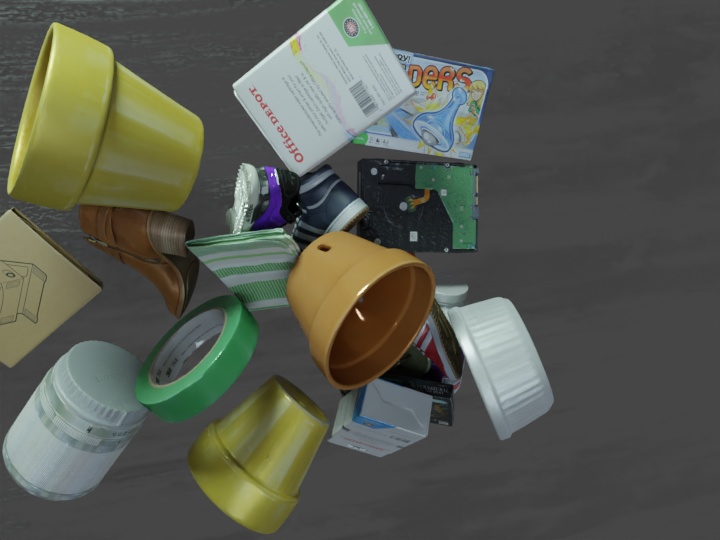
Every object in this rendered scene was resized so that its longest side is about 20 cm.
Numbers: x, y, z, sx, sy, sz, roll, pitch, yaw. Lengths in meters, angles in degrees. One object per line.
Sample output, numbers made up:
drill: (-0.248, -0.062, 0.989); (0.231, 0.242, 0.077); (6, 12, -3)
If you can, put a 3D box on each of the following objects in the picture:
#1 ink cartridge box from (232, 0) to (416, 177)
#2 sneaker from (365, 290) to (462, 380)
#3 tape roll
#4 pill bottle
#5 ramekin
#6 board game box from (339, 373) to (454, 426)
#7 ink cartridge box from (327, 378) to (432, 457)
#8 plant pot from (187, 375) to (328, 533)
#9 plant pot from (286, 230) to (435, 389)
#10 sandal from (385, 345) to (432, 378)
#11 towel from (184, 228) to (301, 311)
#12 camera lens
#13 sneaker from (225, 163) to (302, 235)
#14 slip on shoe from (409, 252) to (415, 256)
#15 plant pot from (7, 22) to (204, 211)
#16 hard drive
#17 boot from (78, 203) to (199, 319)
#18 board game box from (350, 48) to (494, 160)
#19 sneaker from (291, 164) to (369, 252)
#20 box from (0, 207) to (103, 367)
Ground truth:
ink cartridge box: (-0.046, -0.246, 0.727); (0.198, 0.084, 0.146); (-32, 112, 14)
sneaker: (0.078, 0.096, 0.869); (0.111, 0.071, 0.203); (-25, 98, 24)
tape roll: (-0.243, 0.127, 0.818); (0.198, 0.201, 0.048); (-35, 120, 5)
pill bottle: (0.135, 0.114, 0.962); (0.110, 0.113, 0.205); (-1, 116, -14)
ramekin: (0.207, 0.134, 0.806); (0.092, 0.204, 0.205); (-23, 120, 7)
board game box: (0.062, 0.217, 0.941); (0.195, 0.029, 0.136); (6, 147, 14)
ink cartridge box: (0.025, 0.248, 0.910); (0.113, 0.068, 0.200); (20, 149, -11)
plant pot: (-0.157, 0.295, 0.932); (0.200, 0.200, 0.190); (42, 84, -28)
plant pot: (-0.011, 0.039, 0.760); (0.198, 0.140, 0.203); (-30, 141, -27)
sandal: (0.027, 0.154, 0.936); (0.196, 0.057, 0.082); (0, 112, 21)
towel: (-0.142, 0.006, 0.804); (0.149, 0.024, 0.201); (-6, 151, 12)
camera lens: (-0.431, 0.232, 0.844); (0.159, 0.161, 0.201); (33, 104, -26)
sneaker: (-0.132, -0.077, 0.778); (0.097, 0.071, 0.200); (-8, 160, -25)
slip on shoe: (0.000, 0.000, 0.889); (0.195, 0.062, 0.075); (-17, 147, -7)
plant pot: (-0.304, -0.163, 0.675); (0.186, 0.201, 0.204); (14, 113, -37)
hard drive: (0.090, -0.099, 0.861); (0.195, 0.038, 0.144); (-1, 93, -14)
boot: (-0.322, -0.015, 0.800); (0.151, 0.078, 0.202); (12, 141, -3)
board game box: (0.089, -0.247, 0.815); (0.195, 0.035, 0.138); (4, 115, -16)
sneaker: (-0.082, -0.075, 0.838); (0.109, 0.070, 0.199); (50, 124, 1)
box: (-0.511, 0.031, 0.803); (0.199, 0.021, 0.164); (-38, 119, 6)
